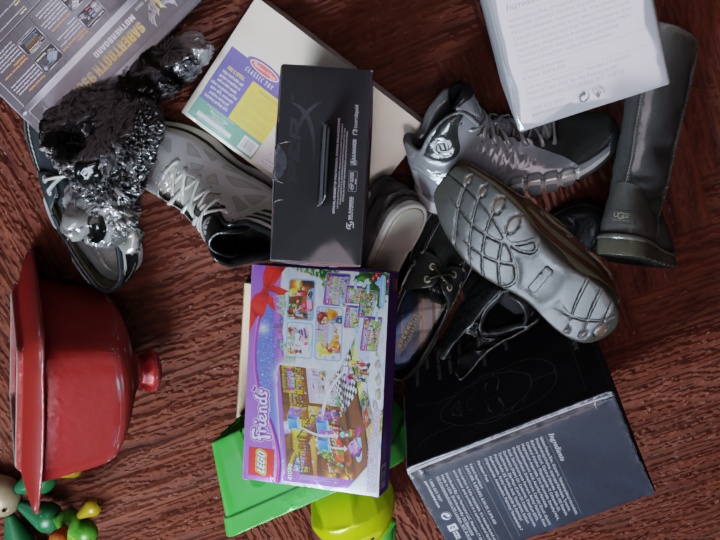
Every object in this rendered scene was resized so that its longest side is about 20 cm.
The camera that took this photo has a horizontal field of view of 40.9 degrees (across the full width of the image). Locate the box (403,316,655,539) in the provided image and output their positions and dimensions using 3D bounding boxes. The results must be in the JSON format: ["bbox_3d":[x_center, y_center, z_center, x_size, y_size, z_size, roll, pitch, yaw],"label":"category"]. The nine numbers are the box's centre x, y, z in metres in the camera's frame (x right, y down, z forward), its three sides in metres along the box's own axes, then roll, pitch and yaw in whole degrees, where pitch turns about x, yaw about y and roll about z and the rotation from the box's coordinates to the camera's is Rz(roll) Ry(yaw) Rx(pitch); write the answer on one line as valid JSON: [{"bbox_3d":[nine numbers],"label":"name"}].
[{"bbox_3d":[0.153,0.143,0.934,0.194,0.201,0.125,-24,113,13],"label":"box"}]

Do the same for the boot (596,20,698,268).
[{"bbox_3d":[0.264,-0.107,0.880,0.071,0.181,0.204,5,87,20],"label":"boot"}]

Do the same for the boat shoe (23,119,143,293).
[{"bbox_3d":[-0.270,-0.074,0.933,0.075,0.061,0.202,-21,111,13],"label":"boat shoe"}]

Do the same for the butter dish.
[{"bbox_3d":[-0.272,0.104,0.965,0.145,0.200,0.203,0,116,-23],"label":"butter dish"}]

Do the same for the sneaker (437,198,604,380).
[{"bbox_3d":[0.159,0.016,0.929,0.199,0.105,0.060,-36,108,17],"label":"sneaker"}]

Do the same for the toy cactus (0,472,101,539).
[{"bbox_3d":[-0.376,0.277,1.084,0.163,0.103,0.202,24,122,3],"label":"toy cactus"}]

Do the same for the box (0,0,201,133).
[{"bbox_3d":[-0.255,-0.235,0.848,0.200,0.048,0.158,-44,107,6],"label":"box"}]

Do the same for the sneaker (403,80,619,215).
[{"bbox_3d":[0.131,-0.126,0.871,0.197,0.076,0.116,-18,130,11],"label":"sneaker"}]

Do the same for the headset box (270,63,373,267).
[{"bbox_3d":[-0.029,-0.079,0.795,0.074,0.200,0.152,3,90,0],"label":"headset box"}]

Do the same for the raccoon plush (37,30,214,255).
[{"bbox_3d":[-0.190,-0.100,0.859,0.198,0.097,0.135,-32,146,-9],"label":"raccoon plush"}]

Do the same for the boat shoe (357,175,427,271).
[{"bbox_3d":[0.000,0.000,0.941,0.066,0.057,0.202,6,125,-40],"label":"boat shoe"}]

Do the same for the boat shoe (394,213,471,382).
[{"bbox_3d":[0.070,0.018,0.947,0.068,0.057,0.203,20,102,-9],"label":"boat shoe"}]

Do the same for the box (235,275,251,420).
[{"bbox_3d":[-0.050,0.109,1.024,0.160,0.021,0.203,6,114,-1],"label":"box"}]

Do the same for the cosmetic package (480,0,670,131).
[{"bbox_3d":[0.148,-0.248,0.763,0.121,0.200,0.203,-17,113,10],"label":"cosmetic package"}]

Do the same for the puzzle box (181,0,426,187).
[{"bbox_3d":[-0.053,-0.146,0.911,0.199,0.026,0.133,36,111,-12],"label":"puzzle box"}]

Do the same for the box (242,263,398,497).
[{"bbox_3d":[-0.037,0.097,0.891,0.134,0.039,0.204,4,92,16],"label":"box"}]

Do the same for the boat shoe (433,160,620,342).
[{"bbox_3d":[0.151,-0.020,0.866,0.200,0.074,0.076,44,123,0],"label":"boat shoe"}]

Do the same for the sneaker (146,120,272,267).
[{"bbox_3d":[-0.148,-0.073,0.898,0.198,0.116,0.076,24,113,-8],"label":"sneaker"}]

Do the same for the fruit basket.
[{"bbox_3d":[-0.030,0.220,0.990,0.212,0.155,0.220,1,98,10],"label":"fruit basket"}]
